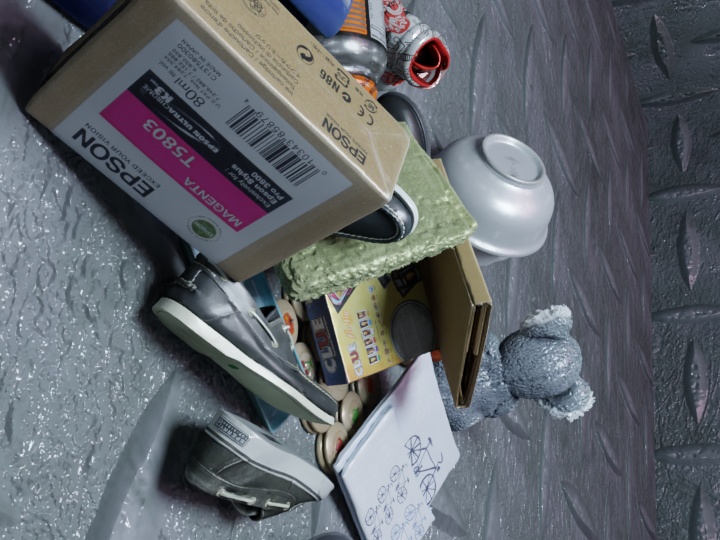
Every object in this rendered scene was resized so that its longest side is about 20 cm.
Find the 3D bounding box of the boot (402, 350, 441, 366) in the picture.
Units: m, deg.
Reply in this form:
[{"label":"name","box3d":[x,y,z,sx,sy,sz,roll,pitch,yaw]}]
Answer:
[{"label":"boot","box3d":[0.070,0.058,1.002,0.200,0.107,0.075,28,54,-58]}]

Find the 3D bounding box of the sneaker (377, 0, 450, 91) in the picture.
[{"label":"sneaker","box3d":[0.047,-0.232,0.989,0.067,0.108,0.201,-46,163,-5]}]

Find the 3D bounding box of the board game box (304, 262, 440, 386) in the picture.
[{"label":"board game box","box3d":[0.000,0.000,0.873,0.135,0.035,0.200,-15,90,-42]}]

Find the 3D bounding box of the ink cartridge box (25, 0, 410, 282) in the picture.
[{"label":"ink cartridge box","box3d":[-0.094,-0.099,0.588,0.200,0.165,0.075,41,43,-25]}]

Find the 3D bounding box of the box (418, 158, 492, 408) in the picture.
[{"label":"box","box3d":[0.089,0.013,0.886,0.164,0.021,0.200,91,-10,-47]}]

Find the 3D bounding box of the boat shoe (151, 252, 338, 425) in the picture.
[{"label":"boat shoe","box3d":[-0.076,0.063,0.709,0.200,0.072,0.068,47,62,-35]}]

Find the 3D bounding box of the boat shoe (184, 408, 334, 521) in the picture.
[{"label":"boat shoe","box3d":[-0.084,0.169,0.723,0.064,0.071,0.200,-55,150,-9]}]

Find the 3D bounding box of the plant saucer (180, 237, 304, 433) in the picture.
[{"label":"plant saucer","box3d":[-0.098,0.041,0.759,0.070,0.019,0.200,-45,122,-48]}]

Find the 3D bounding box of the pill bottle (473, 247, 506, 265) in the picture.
[{"label":"pill bottle","box3d":[0.203,-0.076,1.307,0.200,0.109,0.109,-39,118,-60]}]

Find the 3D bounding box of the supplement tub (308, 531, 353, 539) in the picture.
[{"label":"supplement tub","box3d":[0.005,0.325,0.802,0.200,0.107,0.107,62,33,-36]}]

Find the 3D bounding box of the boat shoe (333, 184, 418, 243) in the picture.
[{"label":"boat shoe","box3d":[-0.053,-0.060,0.716,0.060,0.200,0.076,-60,164,-45]}]

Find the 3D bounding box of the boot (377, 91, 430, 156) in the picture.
[{"label":"boot","box3d":[0.020,-0.107,1.008,0.200,0.066,0.165,-41,118,-54]}]

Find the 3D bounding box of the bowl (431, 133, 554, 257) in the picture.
[{"label":"bowl","box3d":[0.186,-0.120,1.179,0.090,0.201,0.201,-60,-178,41]}]

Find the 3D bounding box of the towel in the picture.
[{"label":"towel","box3d":[-0.004,-0.056,0.791,0.200,0.037,0.148,-21,65,-25]}]

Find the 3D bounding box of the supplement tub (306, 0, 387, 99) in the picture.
[{"label":"supplement tub","box3d":[-0.038,-0.254,0.853,0.122,0.122,0.200,12,73,-62]}]

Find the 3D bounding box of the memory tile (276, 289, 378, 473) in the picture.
[{"label":"memory tile","box3d":[-0.033,0.088,0.890,0.153,0.017,0.200,-57,133,-53]}]

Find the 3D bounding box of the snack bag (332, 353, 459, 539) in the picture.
[{"label":"snack bag","box3d":[0.052,0.213,0.959,0.200,0.021,0.189,-48,131,-40]}]

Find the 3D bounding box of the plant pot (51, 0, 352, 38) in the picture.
[{"label":"plant pot","box3d":[-0.110,-0.272,0.650,0.200,0.180,0.200,34,52,-56]}]

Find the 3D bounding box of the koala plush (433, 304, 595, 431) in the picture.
[{"label":"koala plush","box3d":[0.194,0.125,1.131,0.184,0.200,0.178,-40,119,-60]}]
